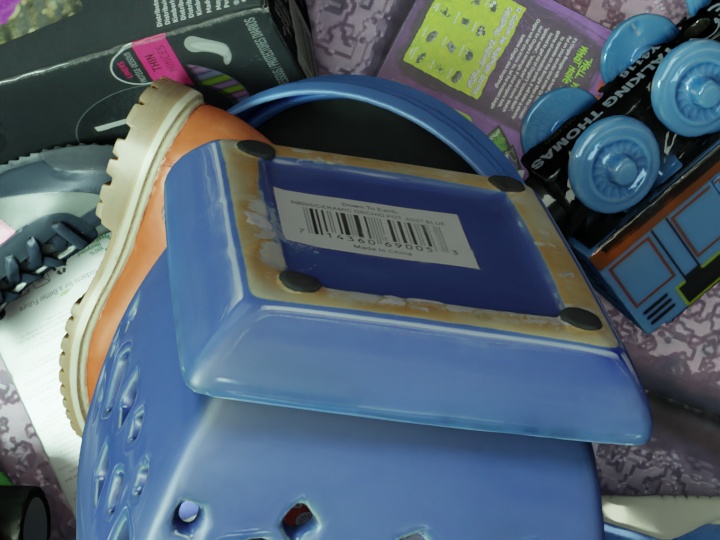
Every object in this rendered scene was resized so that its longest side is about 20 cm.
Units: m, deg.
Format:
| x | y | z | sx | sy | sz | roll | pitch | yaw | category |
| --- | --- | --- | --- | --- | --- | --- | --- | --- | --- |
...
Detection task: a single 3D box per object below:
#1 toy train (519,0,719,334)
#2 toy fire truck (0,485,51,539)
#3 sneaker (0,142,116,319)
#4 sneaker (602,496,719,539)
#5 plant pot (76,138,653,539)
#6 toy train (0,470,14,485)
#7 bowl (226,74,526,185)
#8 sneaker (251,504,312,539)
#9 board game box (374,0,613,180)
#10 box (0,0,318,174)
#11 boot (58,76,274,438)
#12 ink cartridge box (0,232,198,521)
| x | y | z | sx | sy | sz | roll | pitch | yaw | category |
| --- | --- | --- | --- | --- | --- | --- | --- | --- | --- |
| 0.166 | -0.069 | 0.816 | 0.200 | 0.087 | 0.114 | -41 | 117 | 0 | toy train |
| -0.220 | 0.220 | 0.801 | 0.128 | 0.200 | 0.177 | -1 | 127 | 9 | toy fire truck |
| -0.186 | 0.004 | 0.847 | 0.199 | 0.070 | 0.082 | -22 | 61 | 19 | sneaker |
| 0.152 | 0.167 | 0.818 | 0.199 | 0.077 | 0.112 | 0 | 76 | 2 | sneaker |
| -0.003 | 0.061 | 0.683 | 0.199 | 0.200 | 0.181 | 8 | 117 | -13 | plant pot |
| -0.247 | 0.086 | 0.909 | 0.056 | 0.042 | 0.200 | -45 | 84 | -5 | toy train |
| 0.000 | 0.000 | 0.820 | 0.200 | 0.039 | 0.201 | 12 | 121 | 20 | bowl |
| -0.038 | 0.145 | 0.797 | 0.201 | 0.108 | 0.068 | -13 | 105 | -33 | sneaker |
| 0.049 | -0.050 | 0.871 | 0.120 | 0.032 | 0.201 | 30 | 95 | 12 | board game box |
| -0.131 | -0.116 | 0.838 | 0.199 | 0.122 | 0.107 | -14 | 66 | 9 | box |
| -0.077 | 0.018 | 0.802 | 0.107 | 0.075 | 0.201 | 24 | 125 | 5 | boot |
| -0.121 | 0.074 | 0.891 | 0.094 | 0.037 | 0.201 | -26 | 84 | 8 | ink cartridge box |
